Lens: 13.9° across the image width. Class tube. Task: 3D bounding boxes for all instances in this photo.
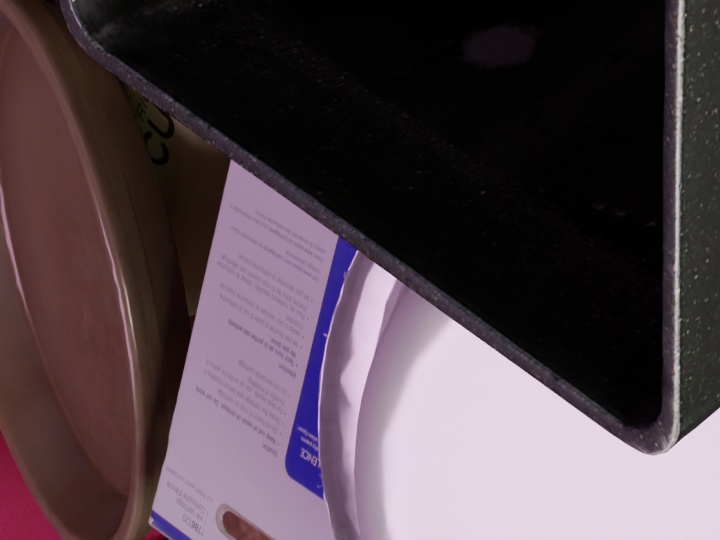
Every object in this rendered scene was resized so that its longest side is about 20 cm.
[{"bbox_3d":[-0.054,-0.062,0.936,0.058,0.052,0.200,29,144,10],"label":"tube"}]

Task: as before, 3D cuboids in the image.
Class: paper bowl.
[{"bbox_3d":[0.079,0.046,0.678,0.200,0.104,0.202,6,102,31],"label":"paper bowl"}]

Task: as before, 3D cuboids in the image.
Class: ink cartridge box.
[{"bbox_3d":[0.000,0.000,0.842,0.099,0.039,0.201,31,112,44],"label":"ink cartridge box"}]

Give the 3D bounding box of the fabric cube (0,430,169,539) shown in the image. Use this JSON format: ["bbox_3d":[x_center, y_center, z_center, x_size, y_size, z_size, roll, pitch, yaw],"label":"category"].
[{"bbox_3d":[-0.218,0.060,1.165,0.199,0.196,0.201,-8,106,58],"label":"fabric cube"}]

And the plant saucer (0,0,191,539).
[{"bbox_3d":[-0.100,-0.002,0.986,0.200,0.029,0.201,166,90,-68],"label":"plant saucer"}]

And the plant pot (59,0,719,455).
[{"bbox_3d":[0.057,-0.123,0.581,0.199,0.177,0.201,35,142,40],"label":"plant pot"}]
